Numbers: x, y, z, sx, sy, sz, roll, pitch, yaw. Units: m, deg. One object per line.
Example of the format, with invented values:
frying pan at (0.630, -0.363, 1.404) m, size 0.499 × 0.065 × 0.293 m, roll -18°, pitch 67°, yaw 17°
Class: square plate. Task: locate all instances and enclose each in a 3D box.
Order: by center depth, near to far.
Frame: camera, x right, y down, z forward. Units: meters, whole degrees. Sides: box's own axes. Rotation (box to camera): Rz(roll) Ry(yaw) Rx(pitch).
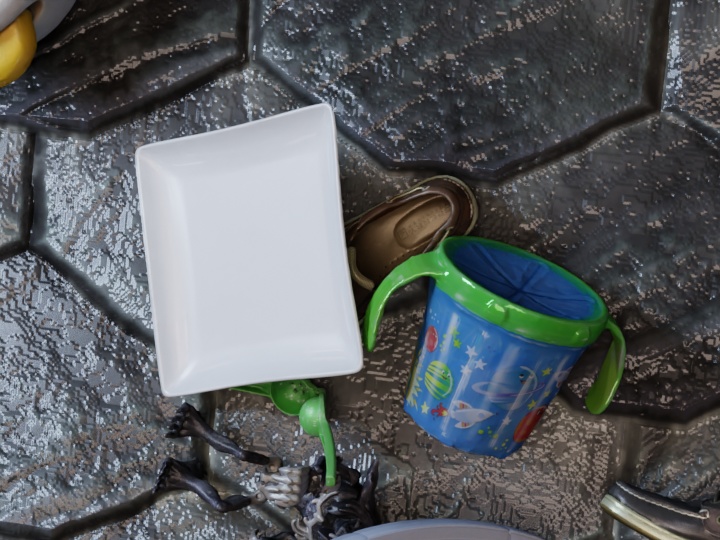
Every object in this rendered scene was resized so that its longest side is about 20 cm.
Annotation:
square plate at (-0.082, -0.012, 1.443) m, size 0.200 × 0.028 × 0.199 m, roll -9°, pitch 85°, yaw 36°

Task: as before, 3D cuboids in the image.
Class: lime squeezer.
lime squeezer at (-0.053, 0.105, 1.451) m, size 0.200 × 0.070 × 0.038 m, roll 32°, pitch 113°, yaw 46°

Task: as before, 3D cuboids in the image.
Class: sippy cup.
sippy cup at (0.097, 0.062, 1.408) m, size 0.178 × 0.140 × 0.131 m, roll 28°, pitch 110°, yaw 16°

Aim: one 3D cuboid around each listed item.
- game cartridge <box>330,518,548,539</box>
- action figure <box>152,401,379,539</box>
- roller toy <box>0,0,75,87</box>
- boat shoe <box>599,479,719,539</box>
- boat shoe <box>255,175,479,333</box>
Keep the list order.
game cartridge at (0.052, 0.253, 1.420) m, size 0.199 × 0.041 × 0.134 m, roll -1°, pitch 87°, yaw -23°
action figure at (-0.062, 0.181, 1.455) m, size 0.200 × 0.102 × 0.119 m, roll 23°, pitch 113°, yaw 8°
roller toy at (-0.310, -0.252, 1.448) m, size 0.182 × 0.140 × 0.201 m, roll 17°, pitch 98°, yaw 9°
boat shoe at (0.279, 0.192, 1.412) m, size 0.200 × 0.072 × 0.066 m, roll 23°, pitch 90°, yaw 6°
boat shoe at (-0.004, -0.005, 1.443) m, size 0.202 × 0.075 × 0.075 m, roll -40°, pitch 87°, yaw 11°
